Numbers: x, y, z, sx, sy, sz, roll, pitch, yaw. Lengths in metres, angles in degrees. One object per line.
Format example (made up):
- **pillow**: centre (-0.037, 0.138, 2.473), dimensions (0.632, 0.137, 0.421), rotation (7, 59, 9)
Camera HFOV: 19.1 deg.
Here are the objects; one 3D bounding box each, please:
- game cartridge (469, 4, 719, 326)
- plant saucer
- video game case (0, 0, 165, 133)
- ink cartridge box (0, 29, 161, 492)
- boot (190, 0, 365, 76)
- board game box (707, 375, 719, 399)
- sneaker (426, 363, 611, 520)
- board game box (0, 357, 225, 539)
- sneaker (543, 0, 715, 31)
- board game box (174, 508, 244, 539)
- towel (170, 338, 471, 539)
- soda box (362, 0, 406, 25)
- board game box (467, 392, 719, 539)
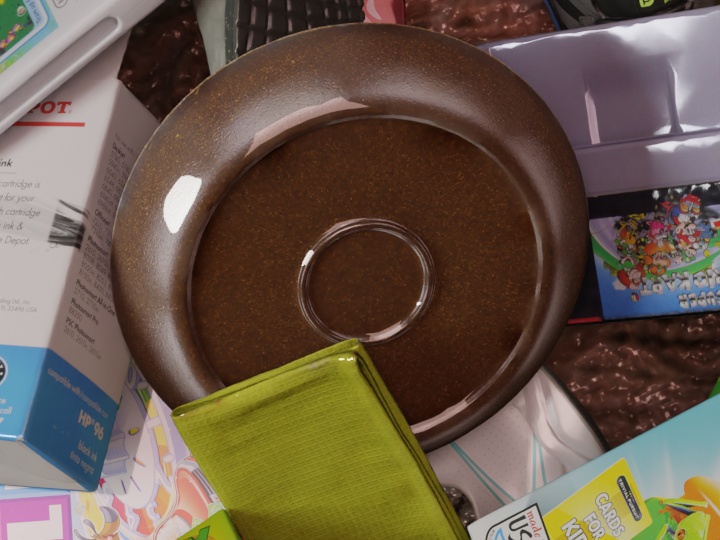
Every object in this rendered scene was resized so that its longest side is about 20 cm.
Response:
- **game cartridge**: centre (0.122, -0.043, 0.911), dimensions (0.200, 0.038, 0.130), rotation (-7, 93, 29)
- **plant saucer**: centre (0.000, 0.000, 0.865), dimensions (0.200, 0.032, 0.200), rotation (-5, 116, -10)
- **video game case**: centre (-0.167, -0.139, 0.910), dimensions (0.182, 0.024, 0.200), rotation (-38, 50, 10)
- **ink cartridge box**: centre (-0.149, -0.015, 0.896), dimensions (0.116, 0.068, 0.200), rotation (2, 66, 24)
- **boot**: centre (-0.067, -0.131, 0.917), dimensions (0.068, 0.131, 0.200), rotation (2, 80, -41)
- **board game box**: centre (0.203, 0.025, 0.928), dimensions (0.030, 0.096, 0.200), rotation (33, 83, -19)
- **sneaker**: centre (0.104, 0.131, 0.935), dimensions (0.080, 0.070, 0.200), rotation (-39, 78, 3)
- **board game box**: centre (-0.098, 0.084, 0.951), dimensions (0.134, 0.034, 0.200), rotation (-5, 84, 0)
- **sneaker**: centre (0.126, -0.106, 0.949), dimensions (0.071, 0.083, 0.200), rotation (-27, 85, -7)
- **board game box**: centre (-0.046, 0.210, 0.888), dimensions (0.102, 0.048, 0.200), rotation (-32, 112, -4)
- **towel**: centre (0.002, 0.121, 0.895), dimensions (0.086, 0.018, 0.200), rotation (-23, 120, 9)
- **soda box**: centre (-0.007, -0.052, 0.949), dimensions (0.063, 0.070, 0.200), rotation (-4, 83, 2)
- **board game box**: centre (0.155, 0.125, 0.825), dimensions (0.200, 0.047, 0.151), rotation (-31, 59, 19)
